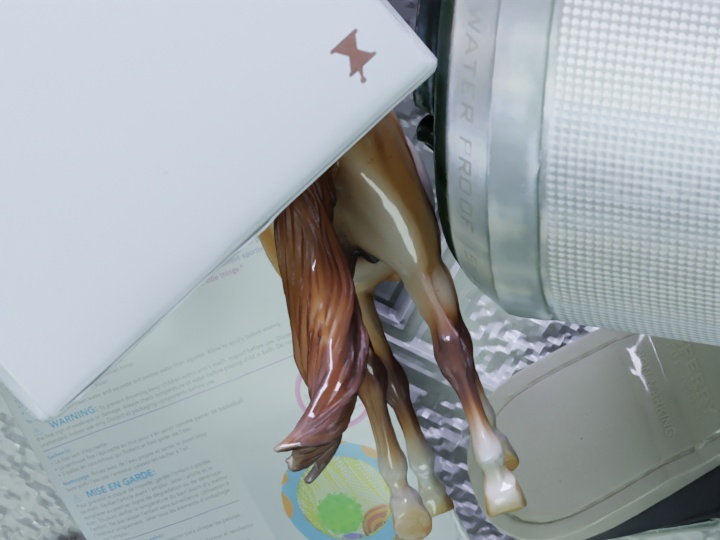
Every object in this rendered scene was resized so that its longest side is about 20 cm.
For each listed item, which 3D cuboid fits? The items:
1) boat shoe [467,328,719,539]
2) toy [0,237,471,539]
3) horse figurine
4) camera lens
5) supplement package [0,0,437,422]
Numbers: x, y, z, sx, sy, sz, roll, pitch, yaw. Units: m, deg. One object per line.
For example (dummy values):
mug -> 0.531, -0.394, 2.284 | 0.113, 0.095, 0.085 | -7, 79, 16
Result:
boat shoe -> 0.127, 0.028, 0.798 | 0.200, 0.073, 0.063 | -23, 159, 26
toy -> -0.020, 0.077, 0.872 | 0.115, 0.047, 0.200 | -22, 104, 22
horse figurine -> 0.000, 0.000, 0.710 | 0.050, 0.200, 0.133 | -23, 89, 5
camera lens -> 0.120, -0.057, 0.656 | 0.199, 0.160, 0.160 | 9, 128, 12
supplement package -> -0.084, -0.065, 0.678 | 0.117, 0.200, 0.117 | -42, 109, -4
